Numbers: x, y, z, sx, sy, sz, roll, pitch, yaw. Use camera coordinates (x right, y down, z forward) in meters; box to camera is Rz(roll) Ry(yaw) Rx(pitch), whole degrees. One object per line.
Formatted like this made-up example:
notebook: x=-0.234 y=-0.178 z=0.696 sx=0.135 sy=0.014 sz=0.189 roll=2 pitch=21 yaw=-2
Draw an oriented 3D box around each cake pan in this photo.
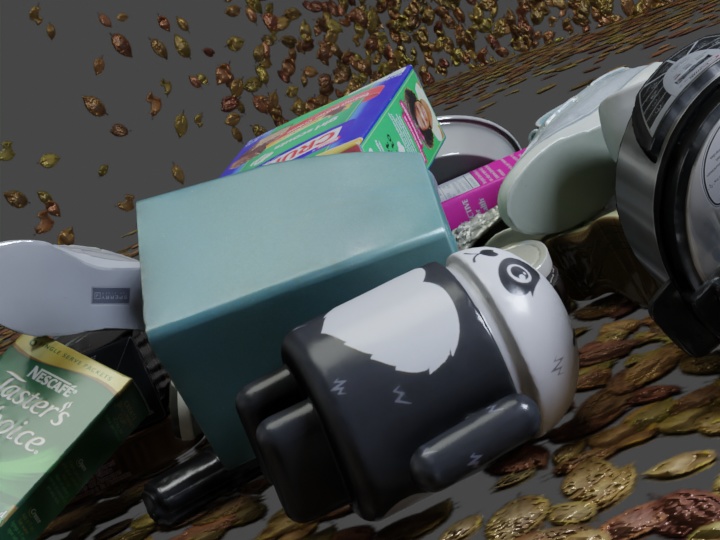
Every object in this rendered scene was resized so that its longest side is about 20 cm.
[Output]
cake pan: x=0.064 y=-0.056 z=1.355 sx=0.199 sy=0.201 sz=0.037 roll=-23 pitch=52 yaw=1

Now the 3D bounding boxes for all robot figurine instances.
robot figurine: x=0.030 y=0.065 z=0.858 sx=0.199 sy=0.151 sz=0.125 roll=-25 pitch=-22 yaw=-10

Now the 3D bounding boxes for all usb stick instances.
usb stick: x=-0.064 y=0.123 z=1.050 sx=0.199 sy=0.033 sz=0.055 roll=-27 pitch=4 yaw=-20

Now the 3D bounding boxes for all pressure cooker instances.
pressure cooker: x=0.243 y=-0.044 z=0.825 sx=0.177 sy=0.178 sz=0.200 roll=2 pitch=11 yaw=-1

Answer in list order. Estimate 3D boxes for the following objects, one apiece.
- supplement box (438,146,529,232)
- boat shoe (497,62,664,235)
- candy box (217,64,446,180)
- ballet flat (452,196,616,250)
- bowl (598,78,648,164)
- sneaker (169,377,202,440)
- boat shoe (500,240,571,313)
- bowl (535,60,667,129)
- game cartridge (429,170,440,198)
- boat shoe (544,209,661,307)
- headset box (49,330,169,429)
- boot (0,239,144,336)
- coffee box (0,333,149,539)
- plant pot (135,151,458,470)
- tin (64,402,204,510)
supplement box: x=0.148 y=-0.046 z=1.264 sx=0.199 sy=0.102 sz=0.103 roll=-23 pitch=11 yaw=4
boat shoe: x=0.171 y=-0.095 z=1.143 sx=0.200 sy=0.070 sz=0.071 roll=-38 pitch=26 yaw=-23
candy box: x=-0.035 y=-0.070 z=1.156 sx=0.168 sy=0.077 sz=0.200 roll=-23 pitch=18 yaw=22
ballet flat: x=0.156 y=-0.039 z=1.180 sx=0.199 sy=0.072 sz=0.072 roll=-29 pitch=9 yaw=3
bowl: x=0.288 y=-0.085 z=1.052 sx=0.199 sy=0.075 sz=0.199 roll=-14 pitch=-23 yaw=36
sneaker: x=-0.079 y=0.072 z=1.194 sx=0.120 sy=0.084 sz=0.200 roll=3 pitch=31 yaw=8
boat shoe: x=0.061 y=0.041 z=1.117 sx=0.199 sy=0.060 sz=0.072 roll=-22 pitch=29 yaw=18
bowl: x=0.276 y=-0.128 z=1.393 sx=0.199 sy=0.106 sz=0.201 roll=-23 pitch=10 yaw=4
game cartridge: x=0.000 y=0.000 z=1.145 sx=0.132 sy=0.042 sz=0.201 roll=-20 pitch=29 yaw=13
boat shoe: x=0.202 y=-0.018 z=1.074 sx=0.062 sy=0.074 sz=0.200 roll=-28 pitch=10 yaw=-18
headset box: x=-0.241 y=0.097 z=1.253 sx=0.148 sy=0.078 sz=0.200 roll=-22 pitch=11 yaw=-1
boot: x=-0.237 y=0.015 z=1.158 sx=0.199 sy=0.074 sz=0.095 roll=11 pitch=-3 yaw=-42
coffee box: x=-0.262 y=0.139 z=1.067 sx=0.122 sy=0.044 sz=0.200 roll=22 pitch=58 yaw=34
plant pot: x=-0.031 y=0.010 z=0.999 sx=0.199 sy=0.142 sz=0.142 roll=-20 pitch=41 yaw=5
tin: x=-0.221 y=0.156 z=1.218 sx=0.199 sy=0.042 sz=0.112 roll=-24 pitch=14 yaw=-5
